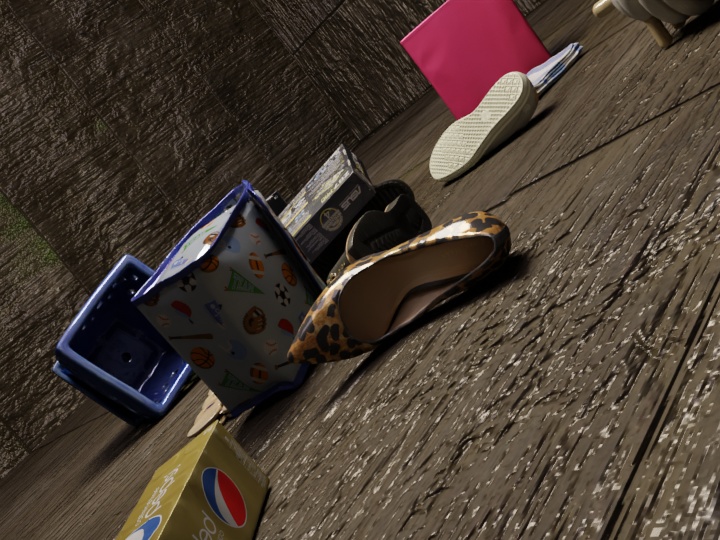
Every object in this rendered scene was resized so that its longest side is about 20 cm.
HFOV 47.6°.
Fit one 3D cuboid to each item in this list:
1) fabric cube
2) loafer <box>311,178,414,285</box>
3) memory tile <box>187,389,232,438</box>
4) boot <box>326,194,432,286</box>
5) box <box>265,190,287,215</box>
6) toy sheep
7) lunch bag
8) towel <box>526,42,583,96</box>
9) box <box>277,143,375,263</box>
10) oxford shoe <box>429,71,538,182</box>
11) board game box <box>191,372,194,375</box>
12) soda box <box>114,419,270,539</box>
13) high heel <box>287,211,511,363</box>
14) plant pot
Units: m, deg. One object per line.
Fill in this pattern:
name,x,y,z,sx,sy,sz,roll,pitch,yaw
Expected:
fabric cube,0.209,-0.396,1.462,0.195,0.200,0.200,-38,10,16
loafer,-0.010,-0.053,1.133,0.199,0.073,0.071,-41,11,-4
memory tile,-0.137,0.129,0.983,0.153,0.017,0.200,-40,10,5
boot,0.000,0.000,0.898,0.138,0.078,0.200,-42,-4,25
box,-0.348,-0.184,2.974,0.196,0.118,0.200,-41,10,-4
toy sheep,0.321,-0.317,0.844,0.199,0.138,0.138,-30,13,47
lunch bag,-0.114,0.016,0.865,0.123,0.171,0.201,-25,21,28
towel,0.248,-0.270,1.266,0.200,0.024,0.146,-45,9,-24
box,-0.069,-0.070,1.116,0.200,0.049,0.162,-47,17,10
oxford shoe,0.169,-0.187,1.113,0.057,0.076,0.200,7,-39,-40
board game box,-0.278,0.136,1.495,0.105,0.024,0.200,-43,10,4
soda box,-0.115,0.178,0.516,0.067,0.064,0.200,-38,9,12
high heel,0.026,0.017,0.655,0.198,0.072,0.143,-33,2,-9
plant pot,-0.379,0.129,1.350,0.179,0.199,0.202,-38,20,53
